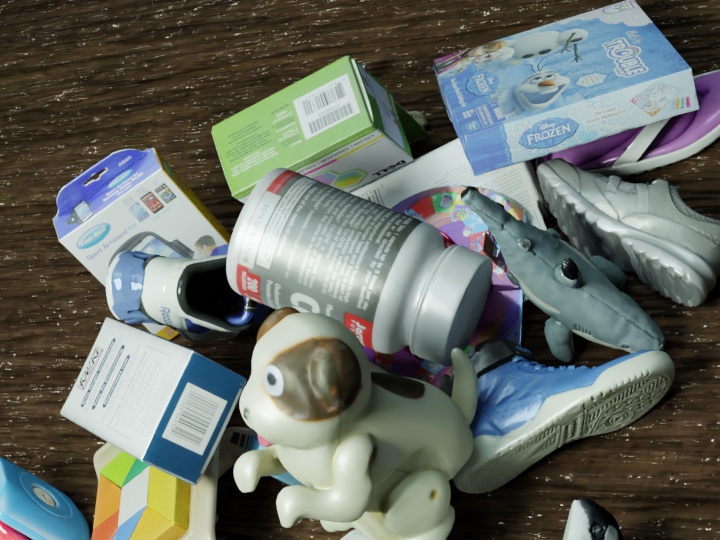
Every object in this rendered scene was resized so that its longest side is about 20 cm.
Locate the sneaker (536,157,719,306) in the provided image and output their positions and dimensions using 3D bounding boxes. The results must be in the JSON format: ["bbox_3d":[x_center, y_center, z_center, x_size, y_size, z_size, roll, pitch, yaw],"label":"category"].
[{"bbox_3d":[0.233,-0.044,1.413,0.082,0.075,0.200,-42,54,-15],"label":"sneaker"}]

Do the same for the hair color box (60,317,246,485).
[{"bbox_3d":[-0.181,0.109,1.445,0.200,0.060,0.101,14,76,60],"label":"hair color box"}]

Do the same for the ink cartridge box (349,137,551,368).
[{"bbox_3d":[0.076,-0.019,1.507,0.199,0.045,0.177,-25,63,16],"label":"ink cartridge box"}]

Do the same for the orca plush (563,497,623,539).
[{"bbox_3d":[0.168,0.268,1.202,0.071,0.106,0.201,12,56,4],"label":"orca plush"}]

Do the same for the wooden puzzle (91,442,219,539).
[{"bbox_3d":[-0.186,0.202,1.458,0.185,0.037,0.201,-40,39,32],"label":"wooden puzzle"}]

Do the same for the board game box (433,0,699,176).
[{"bbox_3d":[0.174,-0.165,1.477,0.197,0.044,0.200,-16,26,1],"label":"board game box"}]

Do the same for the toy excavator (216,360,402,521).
[{"bbox_3d":[-0.072,0.146,1.447,0.199,0.100,0.196,11,75,48],"label":"toy excavator"}]

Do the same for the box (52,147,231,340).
[{"bbox_3d":[-0.197,-0.026,1.583,0.119,0.200,0.042,-35,44,6],"label":"box"}]

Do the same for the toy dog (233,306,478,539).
[{"bbox_3d":[-0.006,0.116,1.259,0.194,0.200,0.140,-44,36,3],"label":"toy dog"}]

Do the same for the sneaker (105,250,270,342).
[{"bbox_3d":[-0.124,0.027,1.506,0.114,0.199,0.081,5,88,32],"label":"sneaker"}]

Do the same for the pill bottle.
[{"bbox_3d":[0.000,0.000,1.390,0.199,0.114,0.114,22,68,16],"label":"pill bottle"}]

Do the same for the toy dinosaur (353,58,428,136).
[{"bbox_3d":[-0.026,-0.156,1.685,0.199,0.047,0.089,-12,57,30],"label":"toy dinosaur"}]

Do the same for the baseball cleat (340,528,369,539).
[{"bbox_3d":[0.042,0.233,1.312,0.199,0.070,0.107,-21,49,18],"label":"baseball cleat"}]

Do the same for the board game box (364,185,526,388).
[{"bbox_3d":[0.061,0.015,1.452,0.157,0.039,0.202,-4,70,25],"label":"board game box"}]

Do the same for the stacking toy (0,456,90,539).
[{"bbox_3d":[-0.348,0.280,1.528,0.200,0.110,0.116,-50,28,5],"label":"stacking toy"}]

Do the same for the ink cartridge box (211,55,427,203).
[{"bbox_3d":[-0.023,-0.102,1.551,0.147,0.200,0.076,-25,66,16],"label":"ink cartridge box"}]

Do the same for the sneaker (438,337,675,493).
[{"bbox_3d":[0.148,0.087,1.350,0.199,0.077,0.112,-31,54,18],"label":"sneaker"}]

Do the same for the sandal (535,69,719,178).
[{"bbox_3d":[0.245,-0.127,1.474,0.202,0.050,0.083,-24,46,16],"label":"sandal"}]

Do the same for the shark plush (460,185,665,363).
[{"bbox_3d":[0.163,-0.008,1.344,0.091,0.200,0.083,-40,17,-8],"label":"shark plush"}]
